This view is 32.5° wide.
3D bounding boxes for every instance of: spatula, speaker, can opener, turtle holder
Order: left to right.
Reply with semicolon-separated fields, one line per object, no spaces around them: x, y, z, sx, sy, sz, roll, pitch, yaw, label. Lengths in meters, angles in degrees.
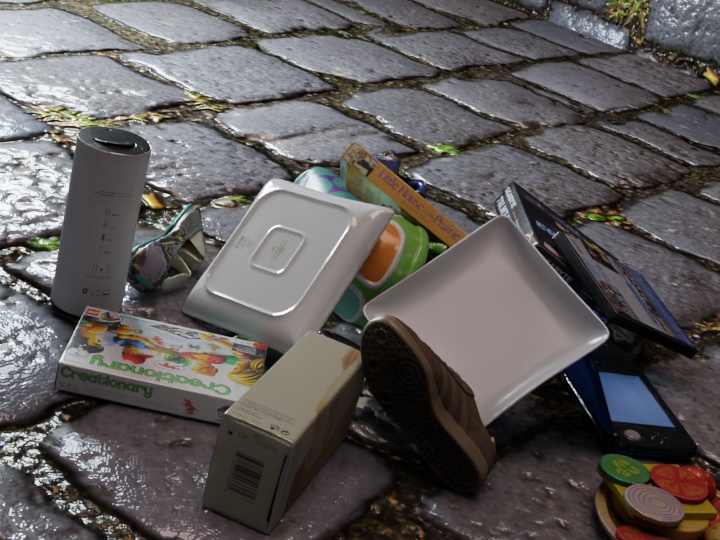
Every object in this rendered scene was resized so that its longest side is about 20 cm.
-0.283;-0.053;1.344;0.081;0.201;0.081;12;24;-6;speaker
-0.011;0.115;1.310;0.199;0.067;0.053;22;26;27;can opener
0.006;-0.009;1.461;0.131;0.141;0.186;27;7;-12;turtle holder
0.028;0.095;1.345;0.199;0.021;0.057;18;22;-39;spatula

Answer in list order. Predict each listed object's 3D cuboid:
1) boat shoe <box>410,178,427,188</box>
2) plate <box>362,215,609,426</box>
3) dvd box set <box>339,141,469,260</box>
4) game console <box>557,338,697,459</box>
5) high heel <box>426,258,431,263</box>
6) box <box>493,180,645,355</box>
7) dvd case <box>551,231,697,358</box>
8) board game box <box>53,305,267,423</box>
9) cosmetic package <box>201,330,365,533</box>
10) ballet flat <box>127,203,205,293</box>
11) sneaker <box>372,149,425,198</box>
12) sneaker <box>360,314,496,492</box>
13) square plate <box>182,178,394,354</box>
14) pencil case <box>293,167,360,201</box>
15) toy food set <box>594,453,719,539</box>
0.008;-0.112;1.807;0.199;0.064;0.071;-2;28;-32;boat shoe
0.134;0.061;1.335;0.200;0.032;0.200;-34;58;-7;plate
0.059;-0.069;1.520;0.200;0.029;0.146;40;-8;5;dvd box set
0.290;0.110;1.417;0.170;0.119;0.200;7;25;-15;game console
0.093;0.034;1.541;0.096;0.068;0.200;15;26;-23;high heel
0.267;-0.007;1.575;0.200;0.050;0.199;35;19;-17;box
0.325;0.032;1.509;0.200;0.018;0.143;22;30;-45;dvd case
-0.200;0.098;1.267;0.199;0.035;0.126;12;25;-5;board game box
-0.066;0.146;1.158;0.071;0.106;0.200;22;26;13;cosmetic package
-0.226;-0.019;1.491;0.072;0.072;0.200;18;24;8;ballet flat
0.064;-0.080;1.661;0.200;0.078;0.075;51;3;-33;sneaker
0.068;0.122;1.219;0.070;0.201;0.076;-21;15;33;sneaker
-0.088;-0.014;1.383;0.198;0.200;0.028;18;-24;39;square plate
-0.030;-0.059;1.631;0.085;0.093;0.200;6;24;-24;pencil case
0.325;0.251;1.215;0.197;0.049;0.200;5;26;-21;toy food set
